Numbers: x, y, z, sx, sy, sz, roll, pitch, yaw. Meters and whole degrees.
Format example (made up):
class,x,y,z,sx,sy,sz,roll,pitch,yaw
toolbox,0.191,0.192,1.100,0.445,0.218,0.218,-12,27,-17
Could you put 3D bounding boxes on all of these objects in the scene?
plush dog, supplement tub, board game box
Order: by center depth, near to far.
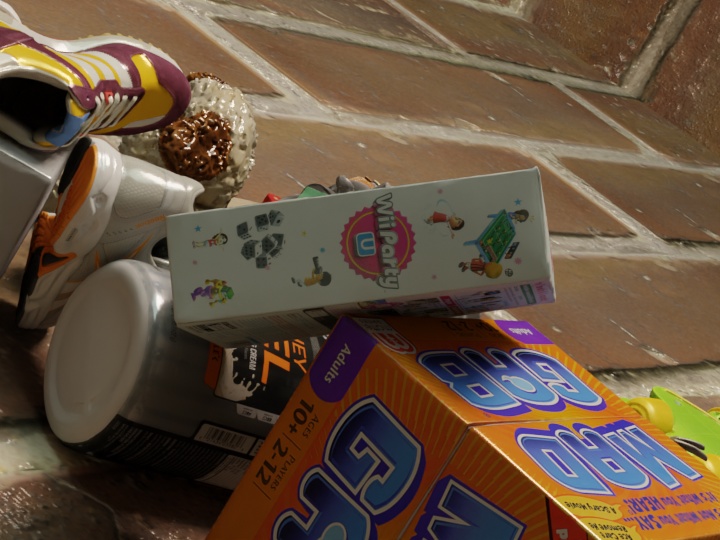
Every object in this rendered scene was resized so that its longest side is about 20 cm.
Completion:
class,x,y,z,sx,sy,sz,roll,pitch,yaw
board game box,0.005,-0.004,1.158,0.200,0.064,0.148,-7,-6,5
board game box,0.062,0.162,1.166,0.200,0.200,0.200,41,20,29
supplement tub,-0.085,0.075,1.304,0.200,0.123,0.123,19,20,-36
plush dog,-0.134,-0.059,1.514,0.160,0.172,0.200,27,16,-16

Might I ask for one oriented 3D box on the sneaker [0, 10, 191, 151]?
class,x,y,z,sx,sy,sz,roll,pitch,yaw
sneaker,-0.185,-0.108,1.342,0.200,0.075,0.090,8,36,-40

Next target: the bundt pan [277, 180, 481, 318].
class,x,y,z,sx,sy,sz,roll,pitch,yaw
bundt pan,0.000,0.000,1.597,0.202,0.076,0.202,4,38,-3

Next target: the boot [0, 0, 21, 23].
class,x,y,z,sx,sy,sz,roll,pitch,yaw
boot,-0.316,-0.190,1.357,0.200,0.073,0.090,30,7,-27

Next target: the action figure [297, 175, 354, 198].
class,x,y,z,sx,sy,sz,roll,pitch,yaw
action figure,-0.046,0.018,1.486,0.118,0.200,0.055,18,-34,31

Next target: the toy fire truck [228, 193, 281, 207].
class,x,y,z,sx,sy,sz,roll,pitch,yaw
toy fire truck,-0.094,-0.043,1.757,0.141,0.049,0.200,26,18,-16

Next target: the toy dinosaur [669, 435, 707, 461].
class,x,y,z,sx,sy,sz,roll,pitch,yaw
toy dinosaur,0.147,0.146,1.559,0.200,0.105,0.181,19,12,-2

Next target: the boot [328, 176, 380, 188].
class,x,y,z,sx,sy,sz,roll,pitch,yaw
boot,0.023,-0.012,1.766,0.155,0.074,0.200,53,4,4

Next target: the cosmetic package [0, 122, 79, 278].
class,x,y,z,sx,sy,sz,roll,pitch,yaw
cosmetic package,-0.302,-0.086,1.389,0.200,0.123,0.199,27,17,-7

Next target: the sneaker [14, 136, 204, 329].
class,x,y,z,sx,sy,sz,roll,pitch,yaw
sneaker,-0.160,-0.008,1.330,0.092,0.200,0.076,15,62,-17

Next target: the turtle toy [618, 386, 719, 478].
class,x,y,z,sx,sy,sz,roll,pitch,yaw
turtle toy,0.256,0.160,1.688,0.146,0.101,0.200,10,25,-43
